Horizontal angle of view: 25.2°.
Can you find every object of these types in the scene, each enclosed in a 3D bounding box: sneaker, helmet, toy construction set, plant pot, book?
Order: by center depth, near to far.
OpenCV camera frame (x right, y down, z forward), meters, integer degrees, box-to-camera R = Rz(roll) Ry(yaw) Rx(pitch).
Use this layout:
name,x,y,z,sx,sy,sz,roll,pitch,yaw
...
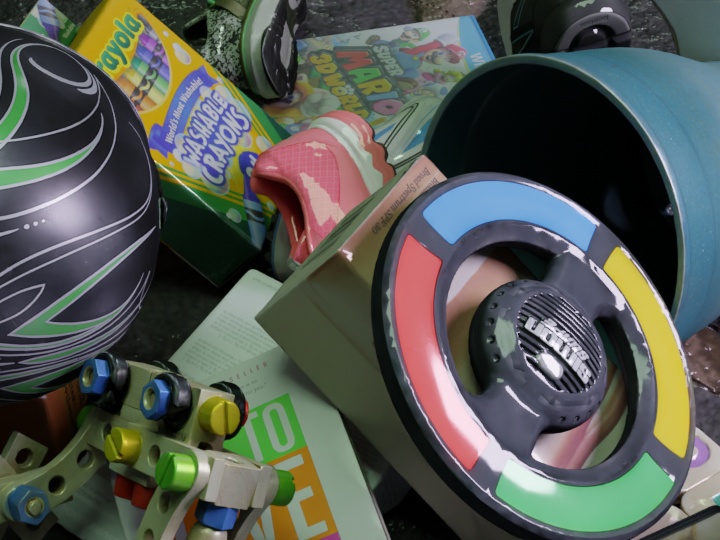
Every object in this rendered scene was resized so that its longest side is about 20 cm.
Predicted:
name,x,y,z,sx,sy,sz,roll,pitch,yaw
toy construction set,-0.113,0.113,0.812,0.199,0.132,0.092,12,-1,37
book,-0.053,0.145,0.843,0.133,0.048,0.201,-22,53,-1
helmet,-0.209,-0.020,0.861,0.199,0.201,0.191,5,41,8
sneaker,0.000,0.000,0.981,0.086,0.074,0.201,-23,71,-30
plant pot,0.170,-0.048,0.982,0.187,0.201,0.200,-20,42,-40
sneaker,0.137,-0.140,1.070,0.075,0.200,0.080,-16,64,-10
sneaker,0.014,-0.054,1.075,0.072,0.072,0.200,23,48,35
sneaker,-0.092,-0.201,1.224,0.088,0.077,0.201,-6,38,9

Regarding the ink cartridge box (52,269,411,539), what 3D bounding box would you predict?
name,x,y,z,sx,sy,sz,roll,pitch,yaw
ink cartridge box,-0.058,0.108,0.928,0.160,0.047,0.200,26,62,27

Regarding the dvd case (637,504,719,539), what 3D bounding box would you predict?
name,x,y,z,sx,sy,sz,roll,pitch,yaw
dvd case,0.117,0.197,0.730,0.199,0.018,0.143,-22,47,-13

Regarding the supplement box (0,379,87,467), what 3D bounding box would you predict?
name,x,y,z,sx,sy,sz,roll,pitch,yaw
supplement box,-0.191,0.026,0.997,0.068,0.067,0.201,3,42,6

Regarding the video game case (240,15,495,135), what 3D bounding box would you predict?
name,x,y,z,sx,sy,sz,roll,pitch,yaw
video game case,0.007,-0.135,1.207,0.199,0.018,0.144,-9,41,-8

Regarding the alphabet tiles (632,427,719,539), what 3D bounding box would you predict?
name,x,y,z,sx,sy,sz,roll,pitch,yaw
alphabet tiles,0.206,0.164,0.864,0.195,0.015,0.200,-24,46,-23

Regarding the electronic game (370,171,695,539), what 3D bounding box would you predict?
name,x,y,z,sx,sy,sz,roll,pitch,yaw
electronic game,0.090,0.042,0.804,0.199,0.042,0.201,18,56,-29

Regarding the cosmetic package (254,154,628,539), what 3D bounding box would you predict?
name,x,y,z,sx,sy,sz,roll,pitch,yaw
cosmetic package,0.055,0.053,0.860,0.200,0.087,0.103,46,46,-7

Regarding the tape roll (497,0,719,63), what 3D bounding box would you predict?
name,x,y,z,sx,sy,sz,roll,pitch,yaw
tape roll,0.180,-0.160,1.090,0.202,0.204,0.037,30,50,31

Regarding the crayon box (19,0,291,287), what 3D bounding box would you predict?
name,x,y,z,sx,sy,sz,roll,pitch,yaw
crayon box,-0.138,-0.098,1.051,0.200,0.052,0.126,39,36,-17
